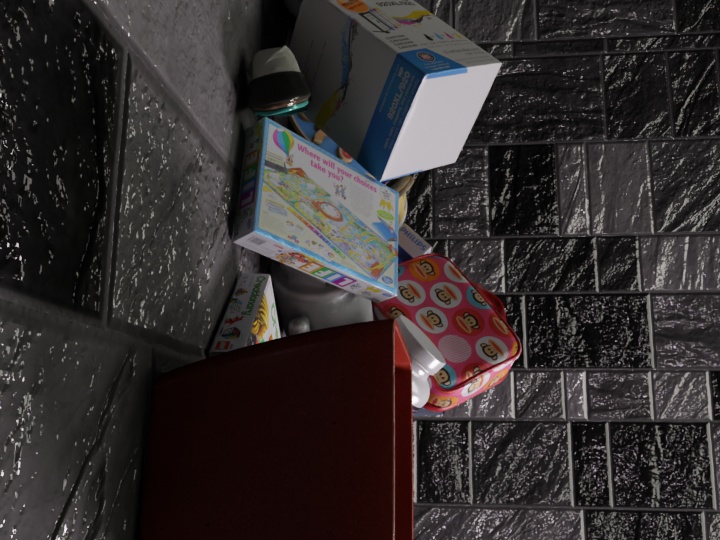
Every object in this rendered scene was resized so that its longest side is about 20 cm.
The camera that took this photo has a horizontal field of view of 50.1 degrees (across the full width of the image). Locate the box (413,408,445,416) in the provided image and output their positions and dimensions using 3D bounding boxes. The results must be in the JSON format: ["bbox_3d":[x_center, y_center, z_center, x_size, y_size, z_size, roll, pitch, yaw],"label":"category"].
[{"bbox_3d":[0.021,0.173,1.103,0.158,0.200,0.051,74,13,-67],"label":"box"}]

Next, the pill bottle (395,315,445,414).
[{"bbox_3d":[0.001,0.147,0.898,0.112,0.200,0.112,45,8,-8],"label":"pill bottle"}]

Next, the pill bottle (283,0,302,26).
[{"bbox_3d":[-0.040,-0.356,1.012,0.200,0.116,0.116,55,35,-77],"label":"pill bottle"}]

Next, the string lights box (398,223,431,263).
[{"bbox_3d":[0.018,0.030,1.168,0.200,0.059,0.103,-46,168,-10],"label":"string lights box"}]

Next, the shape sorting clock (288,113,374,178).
[{"bbox_3d":[-0.005,-0.203,1.024,0.039,0.200,0.200,-53,-158,43],"label":"shape sorting clock"}]

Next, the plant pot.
[{"bbox_3d":[-0.053,0.152,0.577,0.200,0.176,0.200,64,26,-73],"label":"plant pot"}]

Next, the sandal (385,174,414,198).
[{"bbox_3d":[-0.019,-0.080,1.016,0.054,0.200,0.080,56,-12,-13],"label":"sandal"}]

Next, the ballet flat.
[{"bbox_3d":[-0.090,-0.200,0.822,0.200,0.068,0.068,-109,-173,-79],"label":"ballet flat"}]

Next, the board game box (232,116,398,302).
[{"bbox_3d":[-0.039,-0.059,0.823,0.200,0.034,0.135,25,57,-38],"label":"board game box"}]

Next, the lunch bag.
[{"bbox_3d":[0.110,0.070,1.015,0.200,0.176,0.082,54,-30,27],"label":"lunch bag"}]

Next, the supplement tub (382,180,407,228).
[{"bbox_3d":[-0.004,-0.123,1.157,0.200,0.145,0.145,79,12,-56],"label":"supplement tub"}]

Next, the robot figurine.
[{"bbox_3d":[-0.045,0.033,0.930,0.200,0.113,0.170,81,31,-48],"label":"robot figurine"}]

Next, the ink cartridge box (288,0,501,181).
[{"bbox_3d":[0.028,-0.230,0.916,0.147,0.200,0.145,-21,146,-42],"label":"ink cartridge box"}]

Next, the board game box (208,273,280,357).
[{"bbox_3d":[-0.102,0.120,0.762,0.126,0.035,0.200,-81,168,-57],"label":"board game box"}]
